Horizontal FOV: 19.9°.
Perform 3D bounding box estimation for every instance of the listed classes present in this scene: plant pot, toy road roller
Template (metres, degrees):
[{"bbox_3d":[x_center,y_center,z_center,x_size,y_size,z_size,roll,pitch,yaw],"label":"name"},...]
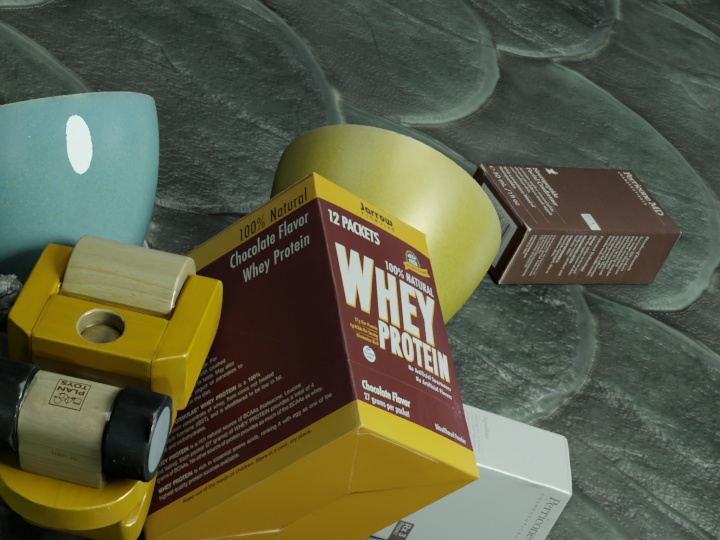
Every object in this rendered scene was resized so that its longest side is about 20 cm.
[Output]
[{"bbox_3d":[-0.233,-0.038,1.477,0.199,0.200,0.136,-8,84,-42],"label":"plant pot"},{"bbox_3d":[0.000,0.000,1.685,0.199,0.200,0.142,26,57,-3],"label":"plant pot"},{"bbox_3d":[-0.175,0.089,1.363,0.122,0.147,0.201,12,44,6],"label":"toy road roller"}]

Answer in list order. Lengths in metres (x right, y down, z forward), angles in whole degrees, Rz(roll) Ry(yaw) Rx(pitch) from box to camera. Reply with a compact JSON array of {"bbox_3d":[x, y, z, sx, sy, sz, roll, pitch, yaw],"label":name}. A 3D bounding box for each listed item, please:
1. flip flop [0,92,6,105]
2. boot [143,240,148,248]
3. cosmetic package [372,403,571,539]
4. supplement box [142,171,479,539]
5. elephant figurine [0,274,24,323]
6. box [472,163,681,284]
[{"bbox_3d":[-0.316,-0.095,1.690,0.081,0.058,0.201,-15,67,-53],"label":"flip flop"},{"bbox_3d":[-0.187,0.051,1.526,0.073,0.096,0.201,24,30,-32],"label":"boot"},{"bbox_3d":[0.052,0.155,1.563,0.199,0.102,0.074,18,34,-12],"label":"cosmetic package"},{"bbox_3d":[-0.048,0.079,1.432,0.133,0.197,0.201,27,42,-45],"label":"supplement box"},{"bbox_3d":[-0.343,0.065,1.343,0.199,0.156,0.141,13,10,11],"label":"elephant figurine"},{"bbox_3d":[0.199,-0.043,1.967,0.199,0.075,0.100,1,41,-37],"label":"box"}]
